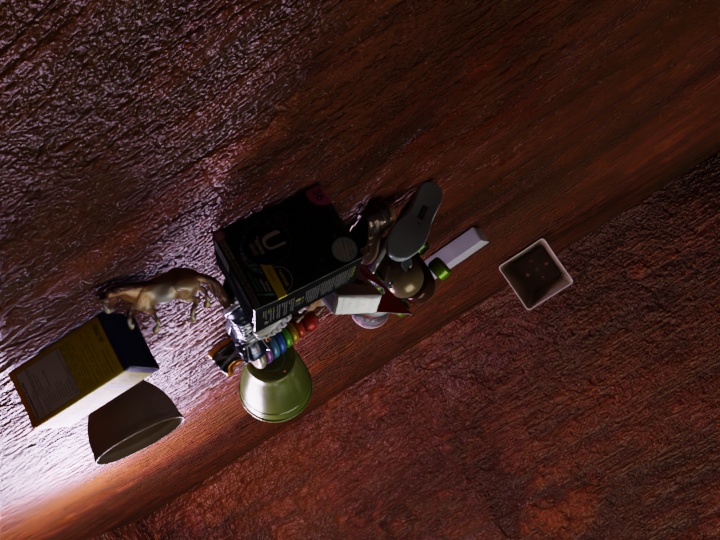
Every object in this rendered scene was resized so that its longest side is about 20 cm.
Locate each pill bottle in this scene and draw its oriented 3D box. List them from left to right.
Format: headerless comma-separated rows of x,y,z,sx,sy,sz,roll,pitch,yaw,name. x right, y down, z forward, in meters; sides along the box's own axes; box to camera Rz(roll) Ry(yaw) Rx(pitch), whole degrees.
0.033,0.075,2.034,0.111,0.111,0.200,-28,166,-12,pill bottle

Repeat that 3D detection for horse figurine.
-0.309,0.043,1.260,0.200,0.050,0.133,-14,143,-11,horse figurine
-0.099,0.074,1.878,0.200,0.050,0.133,-17,160,-45,horse figurine

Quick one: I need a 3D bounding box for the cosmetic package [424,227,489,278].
0.258,-0.046,2.206,0.200,0.051,0.083,-35,163,19,cosmetic package

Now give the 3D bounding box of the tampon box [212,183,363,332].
-0.121,-0.020,1.299,0.200,0.150,0.126,-27,166,-16,tampon box

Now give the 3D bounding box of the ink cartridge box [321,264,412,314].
-0.016,0.015,1.474,0.176,0.200,0.045,1,118,-33,ink cartridge box

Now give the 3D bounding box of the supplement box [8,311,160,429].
-0.465,0.170,1.328,0.200,0.109,0.110,-32,166,5,supplement box

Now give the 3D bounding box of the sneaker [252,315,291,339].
-0.160,0.053,1.584,0.081,0.075,0.200,34,104,-30,sneaker

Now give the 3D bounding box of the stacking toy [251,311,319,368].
-0.187,0.163,1.957,0.200,0.085,0.085,-28,166,-26,stacking toy

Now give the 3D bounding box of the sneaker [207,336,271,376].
-0.256,0.172,1.839,0.200,0.077,0.078,-33,165,3,sneaker

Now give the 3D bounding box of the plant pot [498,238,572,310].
0.669,0.006,2.983,0.200,0.200,0.177,-35,176,16,plant pot

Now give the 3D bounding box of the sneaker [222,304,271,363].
-0.236,0.128,1.656,0.070,0.109,0.200,-27,165,-18,sneaker

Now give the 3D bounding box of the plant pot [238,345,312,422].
-0.225,0.267,2.047,0.200,0.200,0.193,-27,154,-17,plant pot

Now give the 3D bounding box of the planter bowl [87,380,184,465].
-0.498,0.307,1.681,0.200,0.135,0.200,-29,165,-8,planter bowl

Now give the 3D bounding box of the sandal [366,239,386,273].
-0.001,0.004,1.825,0.203,0.050,0.082,-55,-169,31,sandal

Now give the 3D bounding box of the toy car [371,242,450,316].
0.091,0.005,1.812,0.164,0.158,0.200,-43,164,12,toy car

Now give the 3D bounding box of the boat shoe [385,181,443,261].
0.100,-0.083,1.578,0.200,0.071,0.091,-57,-177,-31,boat shoe

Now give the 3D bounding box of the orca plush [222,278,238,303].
-0.163,-0.019,1.386,0.200,0.105,0.071,-25,134,-13,orca plush

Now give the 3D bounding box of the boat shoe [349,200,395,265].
0.003,-0.065,1.572,0.070,0.070,0.200,-30,160,-33,boat shoe
